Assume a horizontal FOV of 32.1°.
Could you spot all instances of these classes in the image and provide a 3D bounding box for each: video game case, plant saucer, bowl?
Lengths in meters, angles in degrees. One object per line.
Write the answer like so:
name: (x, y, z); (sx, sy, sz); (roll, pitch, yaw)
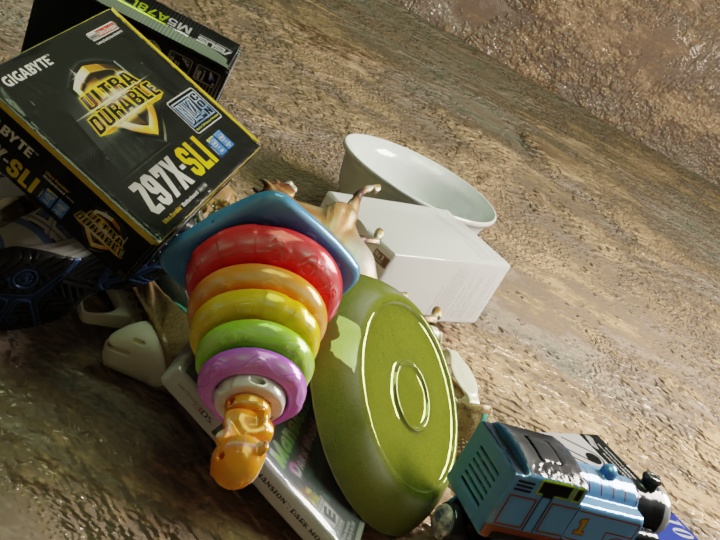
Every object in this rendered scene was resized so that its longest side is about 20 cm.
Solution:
video game case: (-0.053, 0.103, 0.924); (0.182, 0.023, 0.200); (49, 19, -9)
plant saucer: (0.027, 0.097, 0.942); (0.200, 0.031, 0.200); (37, 45, -50)
bowl: (0.052, -0.073, 1.466); (0.201, 0.090, 0.201); (25, 20, -9)

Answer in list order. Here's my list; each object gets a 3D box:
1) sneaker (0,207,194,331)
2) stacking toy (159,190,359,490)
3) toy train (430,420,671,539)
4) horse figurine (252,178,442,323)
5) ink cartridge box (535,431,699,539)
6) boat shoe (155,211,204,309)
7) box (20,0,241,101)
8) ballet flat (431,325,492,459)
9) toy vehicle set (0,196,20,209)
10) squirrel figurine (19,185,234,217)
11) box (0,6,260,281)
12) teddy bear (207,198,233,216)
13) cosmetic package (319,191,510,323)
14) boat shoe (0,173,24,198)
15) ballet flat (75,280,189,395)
sneaker: (-0.226, -0.016, 0.924); (0.200, 0.076, 0.077); (-16, 51, -24)
stacking toy: (-0.068, 0.058, 0.804); (0.110, 0.116, 0.200); (45, 31, -34)
toy train: (0.150, 0.189, 0.947); (0.200, 0.114, 0.087); (18, 24, -26)
horse figurine: (0.000, 0.000, 1.084); (0.133, 0.050, 0.200); (-11, 74, -54)
ink cartridge box: (0.226, 0.219, 1.076); (0.094, 0.044, 0.200); (8, 29, -41)
boat shoe: (-0.142, -0.018, 1.012); (0.060, 0.072, 0.202); (-23, 84, -27)
box: (-0.235, -0.188, 1.221); (0.193, 0.200, 0.048); (26, 50, -9)
ballet flat: (0.062, 0.089, 1.137); (0.070, 0.065, 0.200); (13, 26, -41)
toy vehicle set: (-0.326, -0.088, 0.975); (0.124, 0.027, 0.200); (35, 50, 16)
squirrel figurine: (-0.216, -0.079, 1.120); (0.187, 0.142, 0.200); (48, 44, 14)
box: (-0.173, -0.097, 0.890); (0.160, 0.049, 0.200); (44, 29, -5)
teddy bear: (-0.061, -0.002, 1.106); (0.200, 0.067, 0.145); (38, 12, -38)
cosmetic package: (0.045, -0.011, 1.271); (0.200, 0.081, 0.113); (5, 32, -47)
boat shoe: (-0.266, -0.102, 0.916); (0.202, 0.086, 0.075); (-11, 20, -19)
ballet flat: (-0.175, 0.035, 0.955); (0.072, 0.068, 0.200); (-13, 53, -36)
